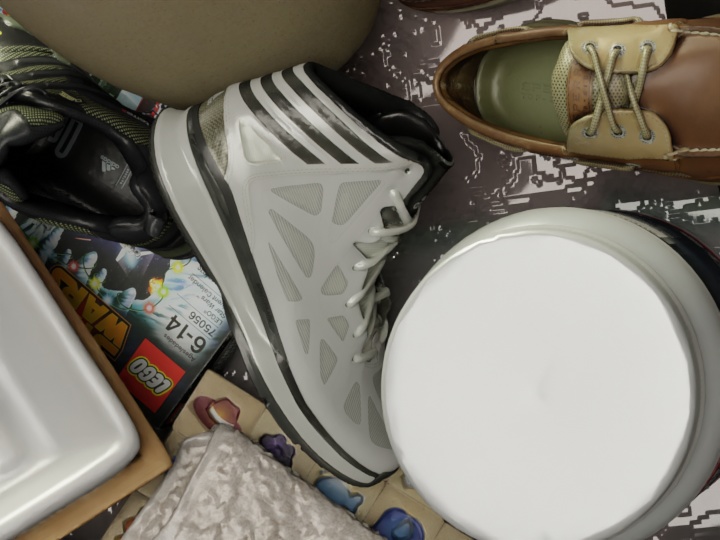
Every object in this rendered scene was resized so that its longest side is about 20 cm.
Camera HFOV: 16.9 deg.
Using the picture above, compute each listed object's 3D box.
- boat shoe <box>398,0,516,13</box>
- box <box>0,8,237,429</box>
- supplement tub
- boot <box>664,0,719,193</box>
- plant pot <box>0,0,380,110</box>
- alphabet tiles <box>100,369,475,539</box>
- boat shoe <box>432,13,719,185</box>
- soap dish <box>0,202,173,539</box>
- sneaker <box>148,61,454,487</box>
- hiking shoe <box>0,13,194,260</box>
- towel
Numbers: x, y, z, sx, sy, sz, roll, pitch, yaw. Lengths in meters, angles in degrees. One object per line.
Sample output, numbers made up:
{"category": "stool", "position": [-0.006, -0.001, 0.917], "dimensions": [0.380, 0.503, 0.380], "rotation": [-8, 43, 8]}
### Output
{"category": "boat shoe", "position": [0.079, -0.177, 1.070], "dimensions": [0.199, 0.072, 0.076], "rotation": [-31, 70, 36]}
{"category": "box", "position": [-0.125, -0.040, 1.168], "dimensions": [0.200, 0.040, 0.137], "rotation": [39, 101, 11]}
{"category": "supplement tub", "position": [0.092, 0.045, 1.019], "dimensions": [0.139, 0.200, 0.141], "rotation": [0, 92, 15]}
{"category": "boot", "position": [0.187, -0.104, 1.081], "dimensions": [0.075, 0.074, 0.201], "rotation": [-12, 82, -15]}
{"category": "plant pot", "position": [-0.065, -0.148, 1.090], "dimensions": [0.199, 0.201, 0.135], "rotation": [-25, 121, 14]}
{"category": "alphabet tiles", "position": [-0.037, 0.147, 1.127], "dimensions": [0.166, 0.006, 0.201], "rotation": [32, 82, 2]}
{"category": "boat shoe", "position": [0.113, -0.074, 1.043], "dimensions": [0.199, 0.074, 0.076], "rotation": [3, 95, 46]}
{"category": "soap dish", "position": [-0.208, 0.082, 1.090], "dimensions": [0.199, 0.081, 0.158], "rotation": [-32, 75, -13]}
{"category": "sneaker", "position": [0.000, 0.000, 1.064], "dimensions": [0.115, 0.076, 0.201], "rotation": [-21, 113, 18]}
{"category": "hiking shoe", "position": [-0.156, -0.071, 1.103], "dimensions": [0.199, 0.101, 0.076], "rotation": [25, 95, 13]}
{"category": "towel", "position": [-0.026, 0.174, 1.103], "dimensions": [0.199, 0.034, 0.133], "rotation": [34, 83, 2]}
